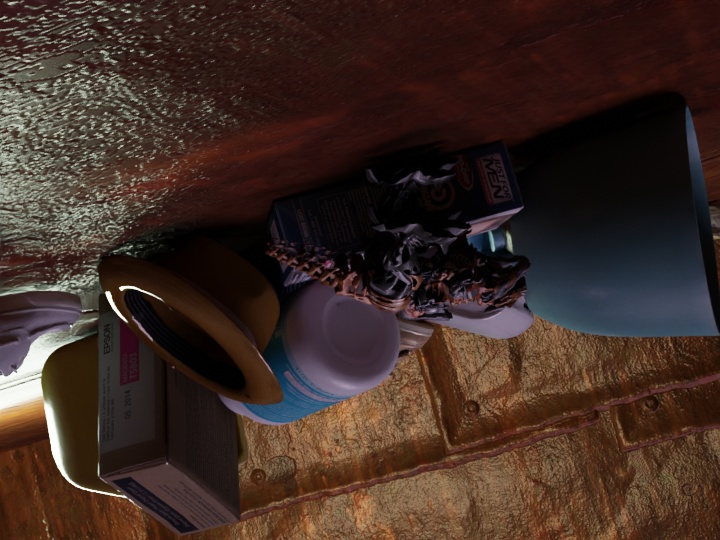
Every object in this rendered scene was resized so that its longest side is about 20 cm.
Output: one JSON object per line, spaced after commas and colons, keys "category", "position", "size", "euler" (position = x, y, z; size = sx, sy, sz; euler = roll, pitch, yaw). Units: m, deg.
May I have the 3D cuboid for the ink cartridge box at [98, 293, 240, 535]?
{"category": "ink cartridge box", "position": [-0.183, 0.131, 1.294], "size": [0.075, 0.200, 0.165], "euler": [-16, 145, 14]}

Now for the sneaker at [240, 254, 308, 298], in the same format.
{"category": "sneaker", "position": [-0.095, 0.014, 1.333], "size": [0.070, 0.078, 0.200], "euler": [-28, 147, 21]}

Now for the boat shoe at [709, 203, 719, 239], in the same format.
{"category": "boat shoe", "position": [0.531, -0.060, 2.319], "size": [0.200, 0.063, 0.073], "euler": [-17, 175, 11]}

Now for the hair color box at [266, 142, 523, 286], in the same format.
{"category": "hair color box", "position": [0.027, -0.045, 1.131], "size": [0.200, 0.061, 0.100], "euler": [-16, 174, -9]}

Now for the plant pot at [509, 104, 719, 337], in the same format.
{"category": "plant pot", "position": [0.221, -0.032, 1.180], "size": [0.161, 0.201, 0.201], "euler": [-9, 176, 17]}

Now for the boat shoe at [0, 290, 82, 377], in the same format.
{"category": "boat shoe", "position": [-0.319, 0.061, 1.133], "size": [0.072, 0.069, 0.200], "euler": [-21, 172, 39]}

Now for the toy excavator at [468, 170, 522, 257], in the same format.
{"category": "toy excavator", "position": [0.157, -0.027, 1.378], "size": [0.100, 0.195, 0.200], "euler": [-15, -158, -7]}

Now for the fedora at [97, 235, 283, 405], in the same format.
{"category": "fedora", "position": [-0.129, 0.032, 1.143], "size": [0.082, 0.200, 0.201], "euler": [-56, -169, -23]}

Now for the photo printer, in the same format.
{"category": "photo printer", "position": [0.071, 0.013, 1.287], "size": [0.200, 0.070, 0.166], "euler": [15, 175, 15]}

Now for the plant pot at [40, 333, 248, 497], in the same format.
{"category": "plant pot", "position": [-0.288, 0.167, 1.669], "size": [0.200, 0.195, 0.195], "euler": [-9, 180, 44]}

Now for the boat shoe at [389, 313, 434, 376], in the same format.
{"category": "boat shoe", "position": [0.018, 0.079, 1.389], "size": [0.074, 0.069, 0.200], "euler": [17, 172, -16]}

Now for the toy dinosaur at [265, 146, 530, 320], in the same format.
{"category": "toy dinosaur", "position": [0.035, -0.007, 1.039], "size": [0.200, 0.102, 0.136], "euler": [-12, 137, -25]}

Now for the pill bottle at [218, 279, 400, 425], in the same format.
{"category": "pill bottle", "position": [-0.060, 0.080, 1.250], "size": [0.111, 0.111, 0.200], "euler": [-12, 169, -38]}
